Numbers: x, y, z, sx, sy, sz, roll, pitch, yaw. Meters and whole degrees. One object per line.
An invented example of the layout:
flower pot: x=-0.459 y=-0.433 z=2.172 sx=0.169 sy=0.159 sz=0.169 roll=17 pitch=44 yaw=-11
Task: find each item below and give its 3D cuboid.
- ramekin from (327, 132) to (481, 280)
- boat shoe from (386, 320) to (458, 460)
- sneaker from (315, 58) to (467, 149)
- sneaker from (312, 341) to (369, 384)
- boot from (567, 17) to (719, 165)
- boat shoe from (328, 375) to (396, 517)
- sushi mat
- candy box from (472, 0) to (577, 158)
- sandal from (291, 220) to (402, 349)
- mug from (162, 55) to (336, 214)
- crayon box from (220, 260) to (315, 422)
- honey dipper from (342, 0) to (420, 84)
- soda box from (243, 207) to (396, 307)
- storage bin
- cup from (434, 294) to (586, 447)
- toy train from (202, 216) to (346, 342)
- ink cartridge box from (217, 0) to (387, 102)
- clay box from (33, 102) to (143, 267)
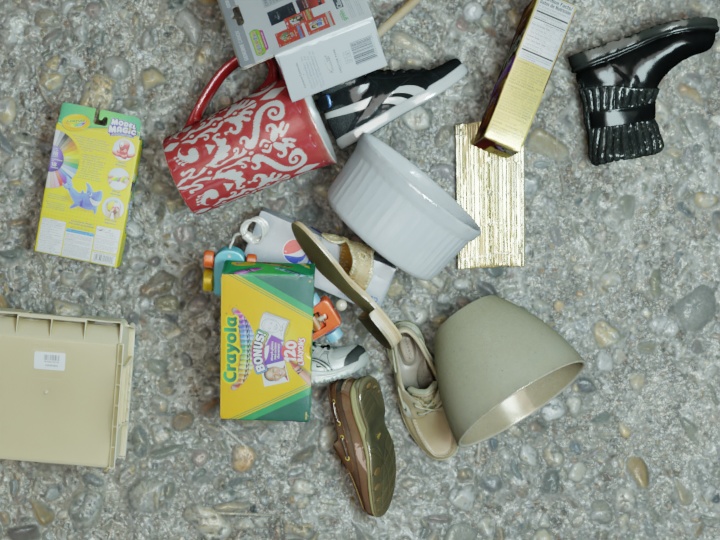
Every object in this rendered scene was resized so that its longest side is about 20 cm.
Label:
ramekin: x=0.051 y=-0.078 z=1.643 sx=0.200 sy=0.201 sz=0.098 roll=39 pitch=101 yaw=-5
boat shoe: x=0.084 y=0.168 z=1.730 sx=0.072 sy=0.065 sz=0.202 roll=-18 pitch=96 yaw=0
sneaker: x=0.034 y=-0.256 z=1.682 sx=0.199 sy=0.073 sz=0.113 roll=-30 pitch=95 yaw=1
sneaker: x=-0.089 y=0.112 z=1.715 sx=0.198 sy=0.076 sz=0.089 roll=-9 pitch=89 yaw=-5
boot: x=0.389 y=-0.236 z=1.690 sx=0.209 sy=0.079 sz=0.159 roll=-17 pitch=89 yaw=11
boat shoe: x=0.001 y=0.239 z=1.740 sx=0.067 sy=0.072 sz=0.202 roll=-1 pitch=106 yaw=31
sushi mat: x=0.177 y=-0.103 z=1.732 sx=0.095 sy=0.012 sz=0.202 roll=-1 pitch=95 yaw=0
candy box: x=0.212 y=-0.252 z=1.659 sx=0.056 sy=0.117 sz=0.202 roll=22 pitch=89 yaw=-3
sandal: x=-0.002 y=0.000 z=1.653 sx=0.070 sy=0.078 sz=0.212 roll=-42 pitch=103 yaw=-16
mug: x=-0.152 y=-0.176 z=1.675 sx=0.199 sy=0.178 sz=0.134 roll=-24 pitch=140 yaw=5
crayon box: x=-0.119 y=0.090 z=1.631 sx=0.117 sy=0.058 sz=0.202 roll=2 pitch=108 yaw=-1
honey dipper: x=0.031 y=-0.315 z=1.663 sx=0.200 sy=0.038 sz=0.038 roll=-43 pitch=96 yaw=-23
soda box: x=-0.054 y=-0.015 z=1.708 sx=0.198 sy=0.063 sz=0.069 roll=23 pitch=96 yaw=-4
storage bin: x=-0.412 y=0.154 z=1.699 sx=0.198 sy=0.094 sz=0.201 roll=5 pitch=95 yaw=-2
cup: x=0.177 y=0.119 z=1.682 sx=0.199 sy=0.200 sz=0.144 roll=-33 pitch=70 yaw=2
toy train: x=-0.117 y=0.026 z=1.670 sx=0.150 sy=0.056 sz=0.201 roll=-34 pitch=105 yaw=10
ink cartridge box: x=-0.081 y=-0.319 z=1.610 sx=0.174 sy=0.201 sz=0.084 roll=-20 pitch=140 yaw=1
clay box: x=-0.359 y=-0.114 z=1.696 sx=0.114 sy=0.048 sz=0.202 roll=12 pitch=94 yaw=-3
